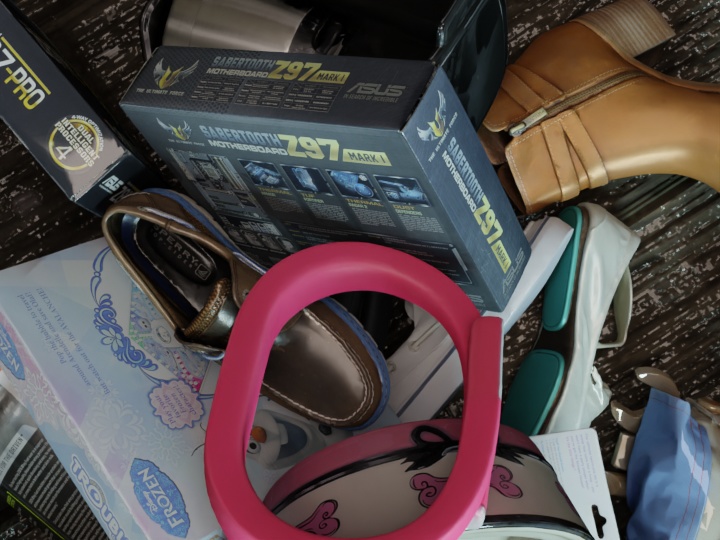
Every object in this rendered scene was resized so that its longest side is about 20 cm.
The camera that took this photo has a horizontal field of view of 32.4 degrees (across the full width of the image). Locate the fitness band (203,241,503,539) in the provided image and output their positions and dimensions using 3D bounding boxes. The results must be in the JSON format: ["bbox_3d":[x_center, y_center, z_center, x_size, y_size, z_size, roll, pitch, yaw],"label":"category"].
[{"bbox_3d":[-0.001,0.067,0.626,0.143,0.038,0.201,6,49,6],"label":"fitness band"}]

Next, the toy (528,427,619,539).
[{"bbox_3d":[0.071,0.168,0.808,0.199,0.047,0.116,-12,92,21],"label":"toy"}]

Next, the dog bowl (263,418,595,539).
[{"bbox_3d":[0.030,0.154,0.702,0.199,0.200,0.074,-12,57,0],"label":"dog bowl"}]

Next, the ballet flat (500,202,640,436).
[{"bbox_3d":[0.146,0.056,0.835,0.069,0.069,0.201,15,86,1],"label":"ballet flat"}]

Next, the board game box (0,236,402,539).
[{"bbox_3d":[-0.104,0.062,0.765,0.198,0.043,0.200,-22,68,-43],"label":"board game box"}]

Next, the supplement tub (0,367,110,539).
[{"bbox_3d":[-0.160,0.124,0.799,0.200,0.123,0.123,39,87,2],"label":"supplement tub"}]

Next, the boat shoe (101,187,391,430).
[{"bbox_3d":[-0.073,0.028,0.718,0.200,0.072,0.072,35,103,10],"label":"boat shoe"}]

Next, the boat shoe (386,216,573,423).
[{"bbox_3d":[0.058,0.035,0.818,0.065,0.074,0.200,40,98,9],"label":"boat shoe"}]

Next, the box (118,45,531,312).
[{"bbox_3d":[-0.019,-0.053,0.706,0.199,0.158,0.051,9,60,35],"label":"box"}]

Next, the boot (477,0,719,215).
[{"bbox_3d":[0.173,-0.077,0.818,0.154,0.074,0.200,-32,65,-13],"label":"boot"}]

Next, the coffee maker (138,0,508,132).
[{"bbox_3d":[-0.011,-0.164,0.785,0.199,0.135,0.193,18,85,21],"label":"coffee maker"}]

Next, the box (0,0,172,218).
[{"bbox_3d":[-0.192,-0.102,0.775,0.049,0.200,0.161,-42,86,-2],"label":"box"}]

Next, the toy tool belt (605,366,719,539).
[{"bbox_3d":[0.208,0.126,0.796,0.122,0.125,0.201,11,89,-5],"label":"toy tool belt"}]

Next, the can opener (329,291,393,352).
[{"bbox_3d":[0.000,0.000,0.811,0.078,0.063,0.201,-23,51,36],"label":"can opener"}]
